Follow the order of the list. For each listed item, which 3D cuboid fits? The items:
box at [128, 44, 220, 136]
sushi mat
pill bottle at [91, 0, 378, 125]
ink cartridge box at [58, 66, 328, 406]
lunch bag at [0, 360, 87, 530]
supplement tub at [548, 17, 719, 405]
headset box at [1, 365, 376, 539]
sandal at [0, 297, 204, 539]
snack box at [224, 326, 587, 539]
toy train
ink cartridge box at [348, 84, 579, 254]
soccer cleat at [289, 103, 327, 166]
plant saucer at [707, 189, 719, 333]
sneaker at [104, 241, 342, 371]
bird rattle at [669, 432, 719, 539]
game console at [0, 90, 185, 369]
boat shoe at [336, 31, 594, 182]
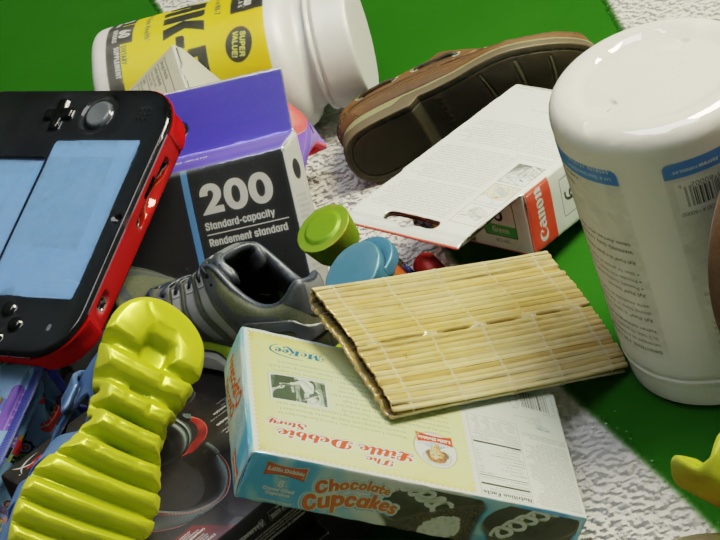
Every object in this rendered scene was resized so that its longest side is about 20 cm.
[{"bbox_3d":[-0.164,-0.050,1.625,0.200,0.078,0.095,-43,31,15],"label":"box"},{"bbox_3d":[0.068,0.036,1.387,0.200,0.012,0.096,-8,54,-41],"label":"sushi mat"},{"bbox_3d":[-0.094,-0.152,1.767,0.200,0.114,0.114,-14,35,11],"label":"pill bottle"},{"bbox_3d":[-0.127,-0.018,1.537,0.198,0.201,0.043,-13,0,13],"label":"ink cartridge box"},{"bbox_3d":[-0.277,0.150,1.485,0.150,0.094,0.200,11,63,35],"label":"lunch bag"},{"bbox_3d":[0.196,-0.035,1.371,0.132,0.200,0.132,-14,35,10],"label":"supplement tub"},{"bbox_3d":[-0.096,0.140,1.396,0.149,0.075,0.200,-37,37,-24],"label":"headset box"},{"bbox_3d":[-0.154,0.114,1.344,0.087,0.079,0.200,-40,20,53],"label":"sandal"},{"bbox_3d":[0.024,0.099,1.328,0.200,0.037,0.116,13,32,-15],"label":"snack box"},{"bbox_3d":[0.000,0.000,1.488,0.085,0.116,0.200,-42,36,1],"label":"toy train"},{"bbox_3d":[0.092,-0.055,1.567,0.109,0.050,0.200,14,40,41],"label":"ink cartridge box"},{"bbox_3d":[-0.077,-0.035,1.646,0.068,0.073,0.200,-21,42,47],"label":"soccer cleat"},{"bbox_3d":[0.256,-0.018,1.315,0.034,0.201,0.200,13,47,43],"label":"plant saucer"},{"bbox_3d":[-0.085,0.017,1.435,0.200,0.081,0.074,12,30,35],"label":"sneaker"},{"bbox_3d":[0.187,0.193,1.188,0.163,0.113,0.200,-20,45,23],"label":"bird rattle"},{"bbox_3d":[-0.212,-0.031,1.495,0.177,0.031,0.200,6,61,32],"label":"game console"},{"bbox_3d":[0.076,-0.135,1.688,0.200,0.072,0.068,-19,35,4],"label":"boat shoe"}]
